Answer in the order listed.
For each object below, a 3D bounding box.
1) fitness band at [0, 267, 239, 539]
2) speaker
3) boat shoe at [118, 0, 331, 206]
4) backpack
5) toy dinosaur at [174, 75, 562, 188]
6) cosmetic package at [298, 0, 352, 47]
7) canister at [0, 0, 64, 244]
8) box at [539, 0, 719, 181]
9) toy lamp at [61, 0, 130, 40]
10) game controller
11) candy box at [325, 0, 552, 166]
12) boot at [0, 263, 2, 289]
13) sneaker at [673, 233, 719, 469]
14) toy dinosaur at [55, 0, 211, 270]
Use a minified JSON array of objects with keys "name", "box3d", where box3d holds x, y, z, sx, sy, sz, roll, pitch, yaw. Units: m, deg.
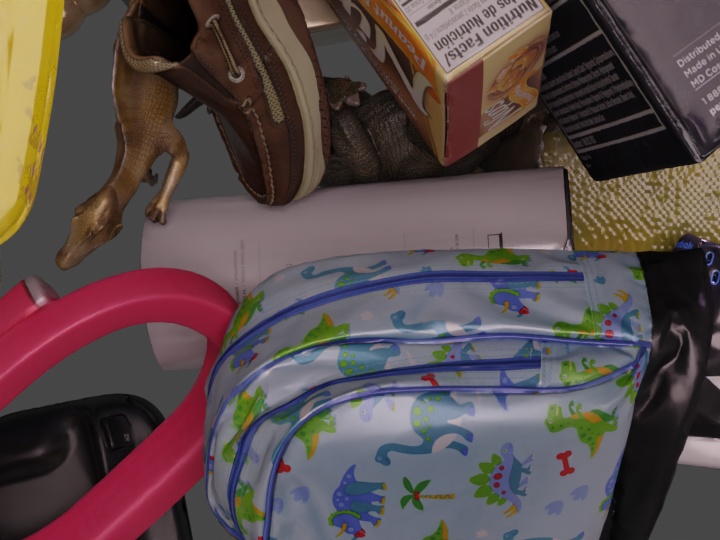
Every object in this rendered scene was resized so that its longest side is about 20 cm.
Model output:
[{"name":"fitness band","box3d":[-0.132,0.074,0.823,0.200,0.143,0.038,-42,52,8]},{"name":"speaker","box3d":[0.000,0.000,0.878,0.198,0.081,0.082,-5,90,7]},{"name":"boat shoe","box3d":[-0.068,-0.104,0.795,0.074,0.075,0.204,-30,132,-20]},{"name":"backpack","box3d":[0.032,0.065,0.793,0.198,0.154,0.164,14,129,1]},{"name":"toy dinosaur","box3d":[0.012,-0.064,0.898,0.198,0.103,0.078,-13,51,9]},{"name":"cosmetic package","box3d":[0.041,-0.172,0.908,0.198,0.073,0.105,-12,90,-4]},{"name":"canister","box3d":[-0.164,-0.088,0.767,0.086,0.200,0.150,8,98,-12]},{"name":"box","box3d":[0.105,-0.154,0.777,0.123,0.200,0.199,-36,93,-3]},{"name":"toy lamp","box3d":[-0.159,-0.105,0.898,0.200,0.058,0.058,-40,93,-2]},{"name":"game controller","box3d":[-0.127,0.163,0.911,0.103,0.042,0.202,-11,90,9]},{"name":"candy box","box3d":[0.000,-0.151,0.792,0.055,0.116,0.201,-34,78,-5]},{"name":"boot","box3d":[-0.217,0.074,0.846,0.072,0.144,0.202,18,89,-6]},{"name":"sneaker","box3d":[0.130,0.035,0.920,0.198,0.073,0.113,7,84,-12]},{"name":"toy dinosaur","box3d":[-0.091,-0.095,0.841,0.058,0.101,0.202,3,82,13]}]
